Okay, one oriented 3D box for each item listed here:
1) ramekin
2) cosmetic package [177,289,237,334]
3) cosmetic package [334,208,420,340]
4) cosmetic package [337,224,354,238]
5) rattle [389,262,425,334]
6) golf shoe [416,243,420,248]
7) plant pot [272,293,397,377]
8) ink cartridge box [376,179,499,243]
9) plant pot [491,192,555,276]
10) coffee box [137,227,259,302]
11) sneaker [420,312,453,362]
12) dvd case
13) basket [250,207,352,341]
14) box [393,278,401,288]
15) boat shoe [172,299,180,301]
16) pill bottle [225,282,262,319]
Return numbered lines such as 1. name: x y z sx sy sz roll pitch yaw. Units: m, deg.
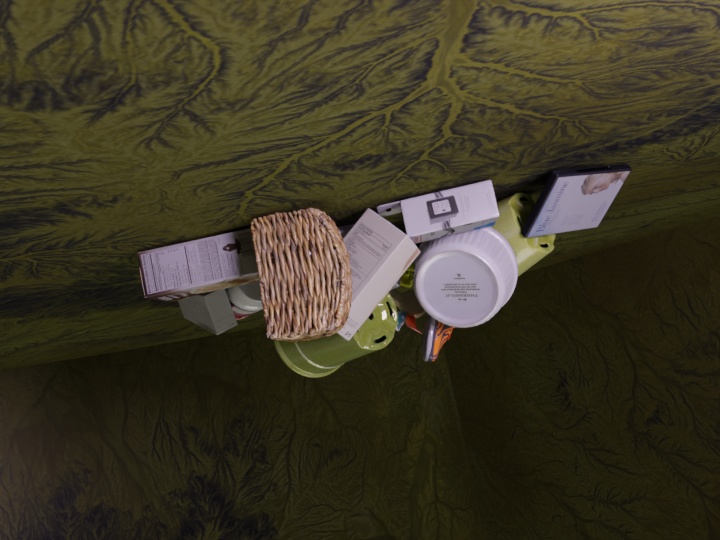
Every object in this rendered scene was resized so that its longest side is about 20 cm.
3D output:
1. ramekin: 0.189 0.014 1.437 0.202 0.203 0.094 -15 -162 25
2. cosmetic package: -0.313 0.065 1.532 0.051 0.083 0.200 -27 -160 -25
3. cosmetic package: -0.003 0.006 1.308 0.200 0.105 0.071 -49 146 -2
4. cosmetic package: -0.048 -0.026 1.392 0.199 0.102 0.074 -8 -169 -24
5. rattle: 0.085 0.070 1.631 0.130 0.201 0.143 4 150 -28
6. golf shoe: 0.070 -0.048 1.711 0.199 0.079 0.097 -12 152 -17
7. plant pot: -0.035 0.095 1.444 0.200 0.201 0.190 -7 174 -40
8. ink cartridge box: 0.134 -0.095 1.344 0.199 0.067 0.116 -13 174 4
9. plant pot: 0.275 -0.055 1.523 0.200 0.201 0.184 -5 159 -45
10. coffee box: -0.258 -0.008 1.299 0.199 0.080 0.114 -12 173 2
11. sneaker: 0.192 0.101 1.556 0.112 0.201 0.078 18 155 -2
12. dvd case: 0.398 -0.129 1.416 0.199 0.018 0.143 -9 137 -31
13. basket: -0.082 0.008 1.236 0.142 0.201 0.149 -10 172 6
14. box: 0.000 0.000 1.595 0.060 0.117 0.200 34 143 -30
15. boat shoe: -0.299 0.013 1.441 0.199 0.074 0.065 -16 167 32
16. pill bottle: -0.230 0.031 1.536 0.114 0.115 0.200 -9 173 -26
